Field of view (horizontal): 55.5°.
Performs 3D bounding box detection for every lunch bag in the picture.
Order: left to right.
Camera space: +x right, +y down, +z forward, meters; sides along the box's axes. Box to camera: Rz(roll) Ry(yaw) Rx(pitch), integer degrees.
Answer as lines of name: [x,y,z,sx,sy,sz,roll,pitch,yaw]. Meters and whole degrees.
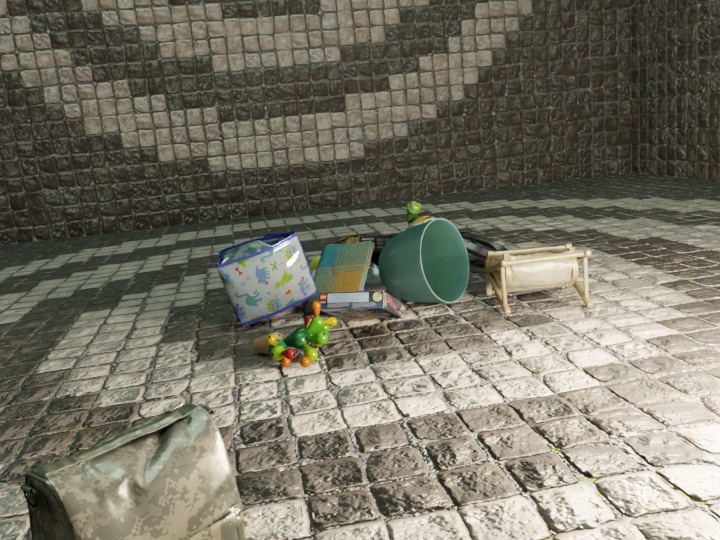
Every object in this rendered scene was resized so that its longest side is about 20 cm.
lunch bag: [-0.223,0.241,0.688,0.139,0.168,0.200,6,16,42]
lunch bag: [-0.218,0.011,1.619,0.200,0.170,0.128,-18,24,2]

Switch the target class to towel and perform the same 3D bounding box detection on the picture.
towel: [-0.050,0.018,1.666,0.146,0.022,0.200,-3,56,28]

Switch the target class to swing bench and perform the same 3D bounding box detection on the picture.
swing bench: [0.400,0.009,1.565,0.198,0.130,0.200,-6,12,-1]

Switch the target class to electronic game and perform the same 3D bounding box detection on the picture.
electronic game: [0.355,-0.062,1.980,0.200,0.042,0.200,19,16,-6]

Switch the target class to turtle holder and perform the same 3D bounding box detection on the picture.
turtle holder: [0.200,-0.107,2.028,0.141,0.186,0.132,8,-27,-10]

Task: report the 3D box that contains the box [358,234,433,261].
box: [0.099,-0.058,1.824,0.199,0.046,0.159,-2,-9,6]

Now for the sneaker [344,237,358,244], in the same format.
sneaker: [0.043,-0.036,2.064,0.199,0.088,0.076,16,33,-4]

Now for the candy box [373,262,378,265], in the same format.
candy box: [0.062,0.003,1.910,0.116,0.057,0.200,5,15,40]

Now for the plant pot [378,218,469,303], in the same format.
plant pot: [0.141,-0.014,1.653,0.161,0.201,0.200,-9,7,41]

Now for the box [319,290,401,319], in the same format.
box: [0.004,0.076,1.473,0.136,0.038,0.200,-3,-10,13]

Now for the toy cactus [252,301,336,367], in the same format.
toy cactus: [-0.143,0.134,1.356,0.165,0.103,0.200,-10,18,27]

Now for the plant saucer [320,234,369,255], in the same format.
plant saucer: [-0.048,-0.077,2.273,0.200,0.035,0.200,-19,15,5]

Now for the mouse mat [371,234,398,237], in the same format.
mouse mat: [0.119,-0.094,1.863,0.160,0.008,0.200,-3,1,17]

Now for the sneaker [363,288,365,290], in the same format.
sneaker: [-0.042,0.024,1.751,0.069,0.100,0.200,-9,13,-27]

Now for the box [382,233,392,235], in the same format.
box: [0.072,-0.086,2.349,0.137,0.040,0.200,-8,13,-12]

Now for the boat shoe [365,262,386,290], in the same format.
boat shoe: [0.000,-0.001,1.776,0.201,0.072,0.070,24,73,47]

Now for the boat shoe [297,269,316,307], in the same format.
boat shoe: [-0.146,0.048,1.778,0.070,0.071,0.200,-1,19,8]

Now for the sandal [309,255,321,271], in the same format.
sandal: [-0.051,0.008,1.937,0.200,0.080,0.087,-7,47,-42]
